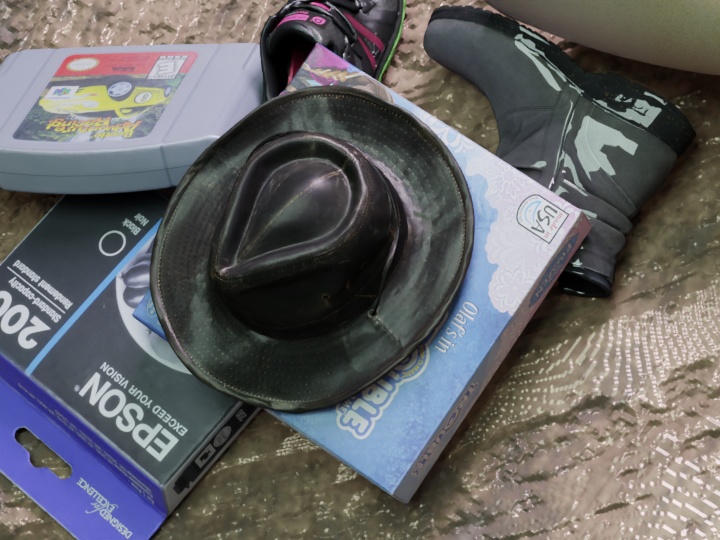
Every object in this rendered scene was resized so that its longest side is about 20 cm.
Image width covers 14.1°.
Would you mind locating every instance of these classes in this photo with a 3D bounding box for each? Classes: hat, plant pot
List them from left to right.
[{"bbox_3d":[-0.037,-0.019,1.677,0.200,0.081,0.201,-3,78,13],"label":"hat"},{"bbox_3d":[0.189,-0.192,1.703,0.187,0.187,0.200,-45,46,-6],"label":"plant pot"}]

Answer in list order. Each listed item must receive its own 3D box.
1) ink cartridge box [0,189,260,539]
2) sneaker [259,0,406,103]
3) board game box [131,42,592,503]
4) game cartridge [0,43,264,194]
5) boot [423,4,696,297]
[{"bbox_3d":[-0.154,0.053,1.808,0.198,0.043,0.200,36,81,28],"label":"ink cartridge box"},{"bbox_3d":[-0.019,-0.150,1.837,0.076,0.084,0.201,-2,64,17],"label":"sneaker"},{"bbox_3d":[0.000,0.000,1.729,0.199,0.043,0.200,33,87,17],"label":"board game box"},{"bbox_3d":[-0.158,-0.096,1.852,0.199,0.041,0.133,-1,38,18],"label":"game cartridge"},{"bbox_3d":[0.093,-0.074,1.775,0.200,0.070,0.132,28,82,32],"label":"boot"}]
